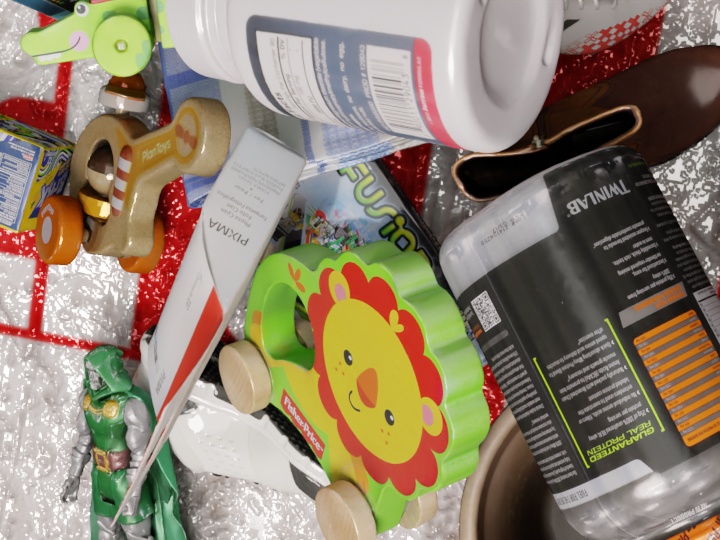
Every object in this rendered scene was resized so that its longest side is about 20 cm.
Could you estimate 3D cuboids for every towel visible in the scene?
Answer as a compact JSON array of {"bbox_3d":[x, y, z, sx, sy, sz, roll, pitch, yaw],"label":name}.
[{"bbox_3d":[-0.037,-0.132,0.826,0.197,0.024,0.149,-16,72,11],"label":"towel"}]

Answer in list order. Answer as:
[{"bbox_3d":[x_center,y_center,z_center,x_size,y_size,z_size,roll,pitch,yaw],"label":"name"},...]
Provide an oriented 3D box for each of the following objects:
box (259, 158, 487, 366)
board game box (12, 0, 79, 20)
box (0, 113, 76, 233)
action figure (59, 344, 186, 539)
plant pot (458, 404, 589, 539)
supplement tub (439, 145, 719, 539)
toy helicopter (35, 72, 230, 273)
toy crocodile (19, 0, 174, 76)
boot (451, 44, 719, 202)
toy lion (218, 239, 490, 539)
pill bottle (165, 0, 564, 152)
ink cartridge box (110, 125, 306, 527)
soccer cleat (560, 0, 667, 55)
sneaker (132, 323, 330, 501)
[{"bbox_3d":[0.000,0.000,0.856,0.109,0.035,0.201,-35,91,11],"label":"box"},{"bbox_3d":[-0.126,-0.214,0.786,0.197,0.151,0.048,-13,89,9],"label":"board game box"},{"bbox_3d":[-0.305,-0.093,0.869,0.197,0.070,0.065,22,99,5],"label":"box"},{"bbox_3d":[-0.165,0.147,0.858,0.117,0.054,0.203,6,109,36],"label":"action figure"},{"bbox_3d":[0.158,0.159,0.773,0.197,0.175,0.204,-1,82,4],"label":"plant pot"},{"bbox_3d":[0.133,0.050,0.642,0.121,0.122,0.202,-27,80,11],"label":"supplement tub"},{"bbox_3d":[-0.139,-0.077,0.808,0.078,0.199,0.135,7,77,-36],"label":"toy helicopter"},{"bbox_3d":[-0.116,-0.162,0.791,0.196,0.068,0.063,-8,107,-1],"label":"toy crocodile"},{"bbox_3d":[0.148,-0.092,0.738,0.185,0.200,0.070,-16,90,10],"label":"boot"},{"bbox_3d":[-0.003,0.057,0.739,0.200,0.068,0.194,49,141,34],"label":"toy lion"},{"bbox_3d":[-0.003,-0.138,0.671,0.198,0.119,0.122,15,100,32],"label":"pill bottle"},{"bbox_3d":[-0.107,0.034,0.755,0.047,0.201,0.161,28,140,-3],"label":"ink cartridge box"},{"bbox_3d":[0.110,-0.170,0.768,0.197,0.085,0.070,-13,75,-12],"label":"soccer cleat"},{"bbox_3d":[-0.074,0.116,0.873,0.198,0.074,0.081,31,115,8],"label":"sneaker"}]
